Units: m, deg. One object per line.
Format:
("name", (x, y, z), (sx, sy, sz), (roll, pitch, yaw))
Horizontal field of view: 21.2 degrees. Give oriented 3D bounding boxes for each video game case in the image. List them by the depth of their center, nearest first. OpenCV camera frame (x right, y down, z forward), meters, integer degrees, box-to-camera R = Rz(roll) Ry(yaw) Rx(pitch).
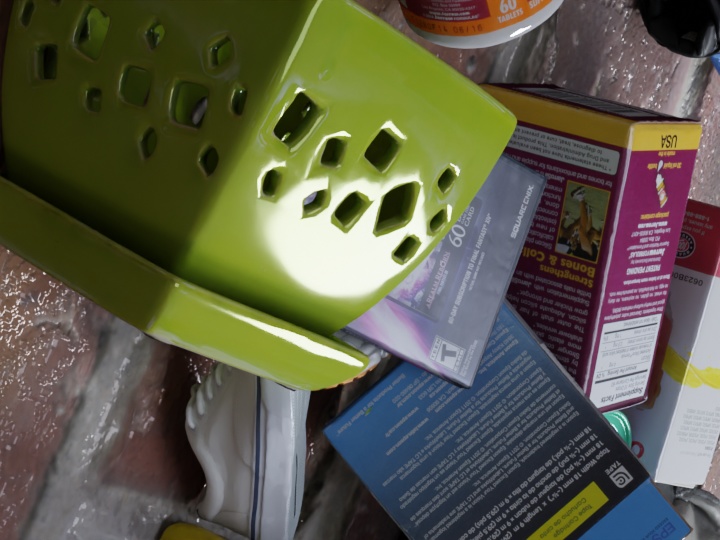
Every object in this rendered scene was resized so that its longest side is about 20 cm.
("video game case", (0.011, -0.033, 1.154), (0.199, 0.019, 0.144), (27, 78, -27))

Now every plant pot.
("plant pot", (-0.073, -0.058, 0.974), (0.198, 0.199, 0.183), (24, 93, -54))

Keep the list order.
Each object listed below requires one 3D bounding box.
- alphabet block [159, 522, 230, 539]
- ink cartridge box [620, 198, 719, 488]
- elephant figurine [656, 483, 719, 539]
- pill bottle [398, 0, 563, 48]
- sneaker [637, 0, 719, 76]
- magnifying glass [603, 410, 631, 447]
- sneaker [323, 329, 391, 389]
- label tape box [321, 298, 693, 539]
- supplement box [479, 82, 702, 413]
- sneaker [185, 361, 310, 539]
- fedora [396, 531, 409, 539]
("alphabet block", (-0.034, 0.291, 1.165), (0.200, 0.195, 0.197), (36, 75, -52))
("ink cartridge box", (0.202, 0.042, 1.404), (0.083, 0.144, 0.202), (10, 96, -52))
("elephant figurine", (0.226, 0.217, 1.539), (0.155, 0.140, 0.202), (71, 26, -77))
("pill bottle", (0.054, -0.240, 1.125), (0.110, 0.109, 0.201), (-47, 137, -29))
("sneaker", (0.265, -0.179, 1.447), (0.111, 0.076, 0.201), (-53, 136, -33))
("magnifying glass", (0.121, 0.172, 1.301), (0.200, 0.022, 0.080), (-47, 135, -22))
("sneaker", (0.000, 0.000, 1.204), (0.200, 0.075, 0.093), (-37, 111, -34))
("label tape box", (0.093, 0.131, 1.227), (0.144, 0.200, 0.063), (-40, 174, 4))
("supplement box", (0.140, -0.017, 1.312), (0.103, 0.130, 0.202), (-6, 110, -52))
("sneaker", (-0.068, 0.080, 1.114), (0.073, 0.070, 0.202), (-72, 170, -57))
("fedora", (0.083, 0.212, 1.366), (0.200, 0.091, 0.203), (-23, 123, -40))
